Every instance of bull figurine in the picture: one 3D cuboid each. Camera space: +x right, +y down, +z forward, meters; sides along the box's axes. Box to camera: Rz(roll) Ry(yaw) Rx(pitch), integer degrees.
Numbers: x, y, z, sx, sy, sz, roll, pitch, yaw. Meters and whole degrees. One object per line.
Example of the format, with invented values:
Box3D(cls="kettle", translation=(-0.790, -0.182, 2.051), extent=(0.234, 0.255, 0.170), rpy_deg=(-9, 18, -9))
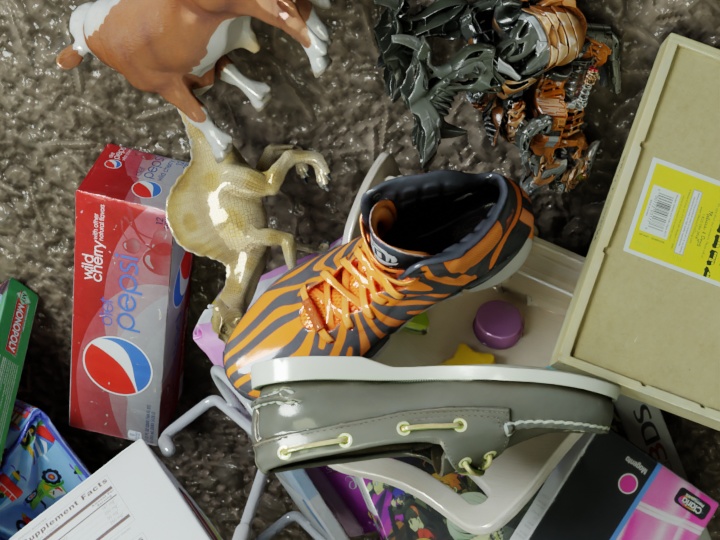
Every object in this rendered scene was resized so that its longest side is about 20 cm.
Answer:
Box3D(cls="bull figurine", translation=(-0.094, -0.136, 0.877), extent=(0.121, 0.065, 0.200), rpy_deg=(40, 147, -14))

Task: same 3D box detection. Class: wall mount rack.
Box3D(cls="wall mount rack", translation=(-0.054, 0.164, 0.975), extent=(0.074, 0.174, 0.201), rpy_deg=(-37, 117, -12))

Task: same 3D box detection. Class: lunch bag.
Box3D(cls="lunch bag", translation=(-0.219, 0.184, 1.117), extent=(0.200, 0.094, 0.150), rpy_deg=(46, 161, -27))

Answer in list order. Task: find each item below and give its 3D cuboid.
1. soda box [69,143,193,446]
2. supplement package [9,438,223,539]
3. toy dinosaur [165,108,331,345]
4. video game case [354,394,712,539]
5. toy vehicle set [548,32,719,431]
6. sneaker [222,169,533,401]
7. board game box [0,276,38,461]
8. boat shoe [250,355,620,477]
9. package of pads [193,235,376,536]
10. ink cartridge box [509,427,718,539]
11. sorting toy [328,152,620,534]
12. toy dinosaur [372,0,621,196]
Box3D(cls="soda box", translation=(-0.154, 0.019, 1.031), extent=(0.069, 0.064, 0.201), rpy_deg=(13, 125, 5))
Box3D(cls="supplement package", translation=(-0.116, 0.224, 0.955), extent=(0.109, 0.200, 0.114), rpy_deg=(-37, 138, -7))
Box3D(cls="toy dinosaur", translation=(-0.074, -0.052, 0.938), extent=(0.100, 0.058, 0.201), rpy_deg=(-13, 82, -19))
Box3D(cls="video game case", translation=(0.114, 0.157, 0.979), extent=(0.199, 0.036, 0.182), rpy_deg=(-23, 94, -7))
Box3D(cls="toy vehicle set", translation=(0.197, -0.019, 0.852), extent=(0.124, 0.201, 0.027), rpy_deg=(21, 170, 0))
Box3D(cls="sneaker", translation=(0.000, 0.000, 0.836), extent=(0.199, 0.112, 0.078), rpy_deg=(-34, 73, 4))
Box3D(cls="board game box", translation=(-0.290, 0.112, 1.046), extent=(0.134, 0.201, 0.029), rpy_deg=(-30, 128, 30))
Box3D(cls="boat shoe", translation=(0.040, 0.081, 0.819), extent=(0.200, 0.061, 0.072), rpy_deg=(2, 167, -6))
Box3D(cls="package of pads", translation=(-0.008, 0.081, 1.027), extent=(0.120, 0.076, 0.200), rpy_deg=(-22, 115, 30))
Box3D(cls="ink cartridge box", translation=(0.129, 0.200, 0.948), extent=(0.094, 0.037, 0.201), rpy_deg=(33, 89, -8))
Box3D(cls="sorting toy", translation=(0.062, 0.057, 0.906), extent=(0.199, 0.181, 0.107), rpy_deg=(24, 155, 15))
Box3D(cls="toy dinosaur", translation=(0.081, -0.129, 0.868), extent=(0.135, 0.102, 0.201), rpy_deg=(-16, 107, -4))
